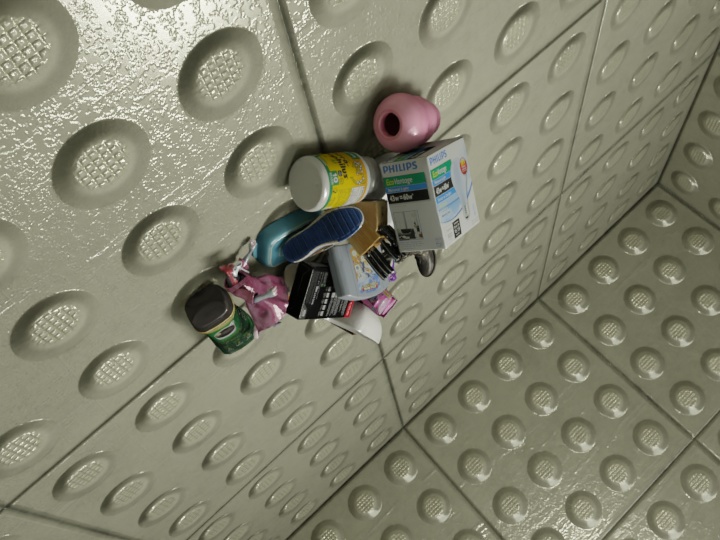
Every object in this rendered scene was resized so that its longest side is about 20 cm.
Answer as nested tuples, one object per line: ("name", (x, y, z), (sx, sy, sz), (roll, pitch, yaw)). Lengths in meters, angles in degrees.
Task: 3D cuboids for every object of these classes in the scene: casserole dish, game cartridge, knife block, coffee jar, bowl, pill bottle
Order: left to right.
("coffee jar", (-0.310, 0.109, 1.533), (0.103, 0.086, 0.201), (-31, 154, -4))
("casserole dish", (-0.156, -0.075, 1.566), (0.198, 0.039, 0.122), (-30, 150, -30))
("pill bottle", (-0.048, -0.194, 1.470), (0.198, 0.113, 0.114), (-16, 142, -47))
("bowl", (-0.035, 0.120, 1.880), (0.076, 0.197, 0.200), (-63, 156, -8))
("game cartridge", (0.000, 0.000, 1.629), (0.041, 0.136, 0.199), (-19, 177, 33))
("knife block", (0.008, -0.073, 1.569), (0.064, 0.196, 0.180), (-19, 112, -62))

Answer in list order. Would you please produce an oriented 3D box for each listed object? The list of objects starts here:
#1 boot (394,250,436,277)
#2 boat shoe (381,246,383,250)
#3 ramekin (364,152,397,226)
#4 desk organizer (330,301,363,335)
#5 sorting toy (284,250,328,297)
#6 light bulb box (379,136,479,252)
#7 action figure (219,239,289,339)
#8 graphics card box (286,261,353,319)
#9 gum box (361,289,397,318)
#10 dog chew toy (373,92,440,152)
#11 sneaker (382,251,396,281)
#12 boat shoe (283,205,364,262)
("boot", (0.141, -0.056, 1.941), (0.173, 0.068, 0.204), (-32, 116, -52))
("boat shoe", (0.003, -0.032, 1.847), (0.198, 0.065, 0.074), (-28, 148, -37))
("ramekin", (0.065, -0.187, 1.678), (0.199, 0.098, 0.202), (-35, 153, -21))
("desk organizer", (-0.004, 0.098, 2.023), (0.076, 0.072, 0.202), (-9, 136, -49))
("sorting toy", (-0.115, 0.002, 1.664), (0.199, 0.107, 0.181), (-39, 152, -15))
("light bulb box", (0.157, -0.171, 1.528), (0.198, 0.123, 0.204), (-35, 116, -51))
("action figure", (-0.242, 0.036, 1.493), (0.148, 0.136, 0.199), (-35, 140, 18))
("graphics card box", (-0.082, 0.047, 1.614), (0.198, 0.050, 0.128), (0, 111, -56))
("gum box", (0.032, 0.060, 1.831), (0.066, 0.113, 0.200), (-48, 170, 0))
("dog chew toy", (0.114, -0.331, 1.526), (0.199, 0.124, 0.126), (-25, 149, -53))
("sneaker", (0.073, -0.004, 1.889), (0.081, 0.084, 0.200), (-43, -175, 1))
("boat shoe", (-0.079, -0.085, 1.524), (0.197, 0.073, 0.072), (-25, 179, 12))
